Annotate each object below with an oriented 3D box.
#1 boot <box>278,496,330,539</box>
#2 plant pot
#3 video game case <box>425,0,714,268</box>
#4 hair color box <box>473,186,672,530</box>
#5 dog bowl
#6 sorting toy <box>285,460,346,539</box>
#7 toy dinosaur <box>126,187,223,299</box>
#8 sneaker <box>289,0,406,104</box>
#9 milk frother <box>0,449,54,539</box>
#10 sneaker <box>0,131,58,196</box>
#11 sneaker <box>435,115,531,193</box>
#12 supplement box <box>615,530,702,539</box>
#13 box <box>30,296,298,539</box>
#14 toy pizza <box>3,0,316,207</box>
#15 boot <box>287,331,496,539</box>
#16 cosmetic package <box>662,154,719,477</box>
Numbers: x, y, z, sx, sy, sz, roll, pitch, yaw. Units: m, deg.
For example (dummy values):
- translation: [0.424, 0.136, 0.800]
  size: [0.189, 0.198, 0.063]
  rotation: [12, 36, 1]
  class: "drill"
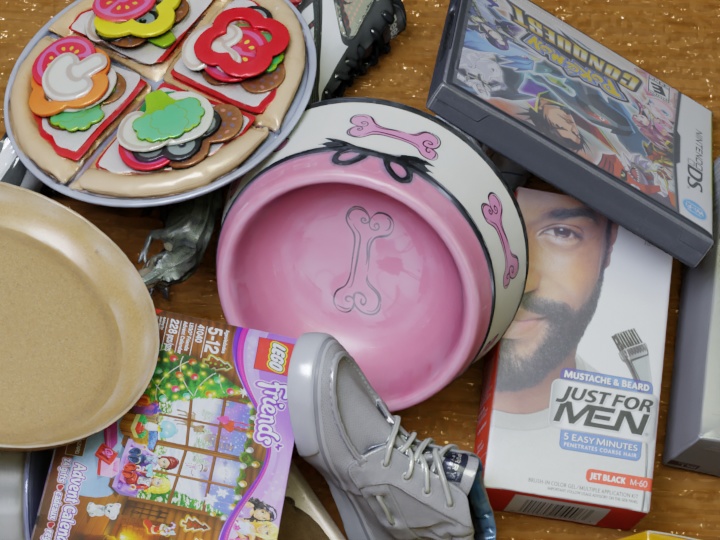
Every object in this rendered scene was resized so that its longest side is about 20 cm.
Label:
- translation: [-0.073, 0.150, 1.445]
  size: [0.075, 0.074, 0.201]
  rotation: [-11, 63, -40]
  class: "boot"
- translation: [-0.214, 0.029, 1.359]
  size: [0.199, 0.028, 0.201]
  rotation: [15, 43, -15]
  class: "plant pot"
- translation: [0.140, -0.103, 1.516]
  size: [0.199, 0.026, 0.181]
  rotation: [30, 30, -10]
  class: "video game case"
- translation: [0.137, 0.057, 1.525]
  size: [0.110, 0.064, 0.202]
  rotation: [8, 71, -4]
  class: "hair color box"
- translation: [0.000, 0.000, 1.454]
  size: [0.199, 0.201, 0.074]
  rotation: [27, 31, 2]
  class: "dog bowl"
- translation: [-0.121, 0.166, 1.477]
  size: [0.184, 0.037, 0.201]
  rotation: [-33, 75, -15]
  class: "sorting toy"
- translation: [-0.113, -0.038, 1.504]
  size: [0.047, 0.088, 0.201]
  rotation: [33, 45, -17]
  class: "toy dinosaur"
- translation: [-0.021, -0.148, 1.561]
  size: [0.097, 0.071, 0.202]
  rotation: [12, 71, -1]
  class: "sneaker"
- translation: [-0.276, 0.090, 1.378]
  size: [0.186, 0.200, 0.182]
  rotation: [-2, 61, 6]
  class: "milk frother"
- translation: [-0.171, -0.089, 1.526]
  size: [0.079, 0.074, 0.200]
  rotation: [44, 73, 2]
  class: "sneaker"
- translation: [0.057, -0.067, 1.539]
  size: [0.200, 0.087, 0.075]
  rotation: [-42, 80, -18]
  class: "sneaker"
- translation: [0.186, 0.270, 1.429]
  size: [0.109, 0.109, 0.202]
  rotation: [13, 71, -23]
  class: "supplement box"
- translation: [-0.109, 0.112, 1.373]
  size: [0.136, 0.039, 0.201]
  rotation: [12, 47, -4]
  class: "box"
- translation: [-0.126, -0.122, 1.461]
  size: [0.198, 0.032, 0.201]
  rotation: [-6, 51, 7]
  class: "toy pizza"
- translation: [0.025, 0.107, 1.418]
  size: [0.095, 0.200, 0.074]
  rotation: [3, 55, 21]
  class: "boot"
- translation: [0.264, 0.034, 1.536]
  size: [0.106, 0.090, 0.202]
  rotation: [9, 69, -7]
  class: "cosmetic package"
